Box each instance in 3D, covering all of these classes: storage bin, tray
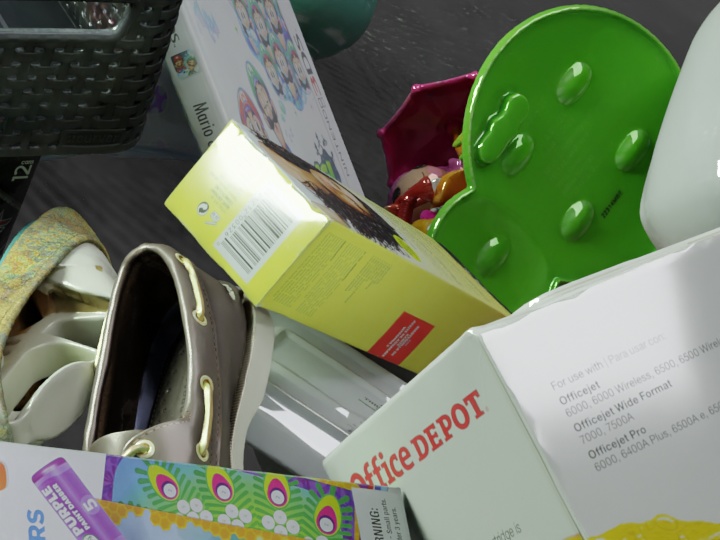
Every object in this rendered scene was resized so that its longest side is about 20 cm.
[{"bbox_3d":[-0.180,-0.148,0.810,0.135,0.094,0.200,-4,44,-35],"label":"storage bin"},{"bbox_3d":[0.005,0.069,0.778,0.200,0.022,0.107,33,26,6],"label":"tray"}]

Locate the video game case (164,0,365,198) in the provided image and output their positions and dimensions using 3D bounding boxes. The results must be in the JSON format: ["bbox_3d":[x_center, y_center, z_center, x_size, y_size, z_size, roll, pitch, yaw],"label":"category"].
[{"bbox_3d":[-0.049,-0.081,0.926,0.200,0.024,0.183,-34,104,-74],"label":"video game case"}]

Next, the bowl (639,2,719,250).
[{"bbox_3d":[0.219,-0.033,0.929,0.200,0.074,0.200,49,43,-26],"label":"bowl"}]

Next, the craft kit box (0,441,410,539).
[{"bbox_3d":[-0.058,0.154,0.539,0.197,0.049,0.201,9,54,-32],"label":"craft kit box"}]

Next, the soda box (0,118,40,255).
[{"bbox_3d":[-0.232,-0.092,0.852,0.063,0.071,0.200,-3,41,-43],"label":"soda box"}]

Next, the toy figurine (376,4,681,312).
[{"bbox_3d":[0.068,-0.048,1.016,0.150,0.200,0.184,44,-17,-20],"label":"toy figurine"}]

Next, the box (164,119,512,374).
[{"bbox_3d":[0.000,0.000,0.795,0.075,0.050,0.200,46,9,30],"label":"box"}]

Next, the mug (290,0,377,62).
[{"bbox_3d":[-0.070,-0.201,1.166,0.152,0.115,0.185,17,-8,-36],"label":"mug"}]

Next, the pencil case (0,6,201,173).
[{"bbox_3d":[-0.139,-0.097,0.950,0.200,0.083,0.091,-8,59,-52],"label":"pencil case"}]

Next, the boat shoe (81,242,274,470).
[{"bbox_3d":[-0.077,0.075,0.661,0.059,0.072,0.201,42,37,-33],"label":"boat shoe"}]

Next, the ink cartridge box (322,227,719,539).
[{"bbox_3d":[0.109,0.108,0.636,0.144,0.147,0.201,-21,77,-29],"label":"ink cartridge box"}]

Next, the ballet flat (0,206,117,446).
[{"bbox_3d":[-0.130,0.031,0.732,0.070,0.071,0.200,29,28,-1],"label":"ballet flat"}]

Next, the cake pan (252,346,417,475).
[{"bbox_3d":[0.032,0.090,0.838,0.200,0.037,0.201,24,26,-13],"label":"cake pan"}]
